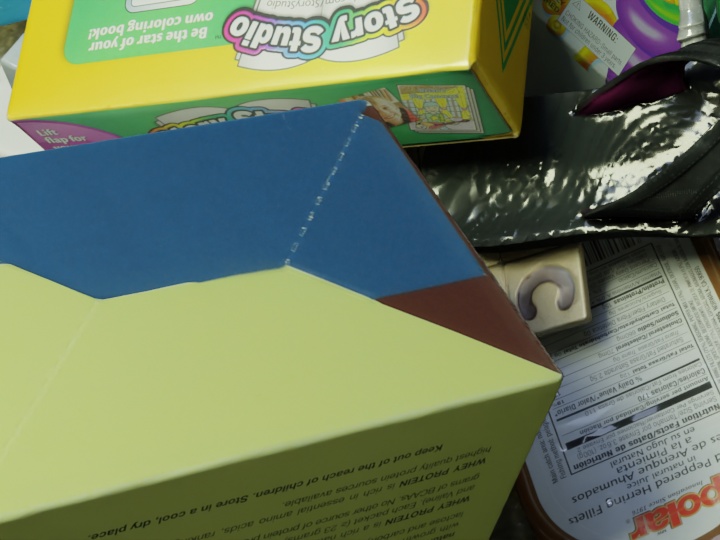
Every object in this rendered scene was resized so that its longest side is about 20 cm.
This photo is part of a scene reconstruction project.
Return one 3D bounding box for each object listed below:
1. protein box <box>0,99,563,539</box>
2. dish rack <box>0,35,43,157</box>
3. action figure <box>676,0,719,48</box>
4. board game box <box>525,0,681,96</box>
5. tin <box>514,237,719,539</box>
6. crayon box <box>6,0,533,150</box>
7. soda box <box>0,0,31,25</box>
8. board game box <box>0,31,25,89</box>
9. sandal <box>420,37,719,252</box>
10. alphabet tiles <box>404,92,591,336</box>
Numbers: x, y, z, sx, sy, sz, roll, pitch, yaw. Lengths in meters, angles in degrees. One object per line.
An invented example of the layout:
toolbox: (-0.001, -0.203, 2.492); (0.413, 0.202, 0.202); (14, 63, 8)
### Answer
protein box: (-0.073, 0.073, 0.628); (0.197, 0.201, 0.135); (-12, 50, -29)
dish rack: (-0.122, -0.110, 0.986); (0.171, 0.044, 0.200); (18, 62, 38)
action figure: (0.161, -0.109, 0.735); (0.117, 0.055, 0.201); (1, 76, 31)
board game box: (0.113, -0.159, 0.835); (0.200, 0.105, 0.103); (-56, 14, -23)
tin: (0.104, 0.043, 0.741); (0.111, 0.042, 0.201); (-27, 45, 11)
crayon box: (-0.030, -0.132, 0.750); (0.199, 0.058, 0.174); (-4, 66, 25)
soda box: (-0.092, -0.182, 0.882); (0.199, 0.068, 0.064); (-13, 50, 12)
board game box: (-0.037, -0.122, 0.913); (0.199, 0.041, 0.200); (27, 67, 22)
sandal: (0.108, -0.046, 0.695); (0.199, 0.048, 0.076); (-14, 73, 27)
alphabet tiles: (0.000, 0.000, 0.783); (0.199, 0.006, 0.167); (-17, 62, 27)
